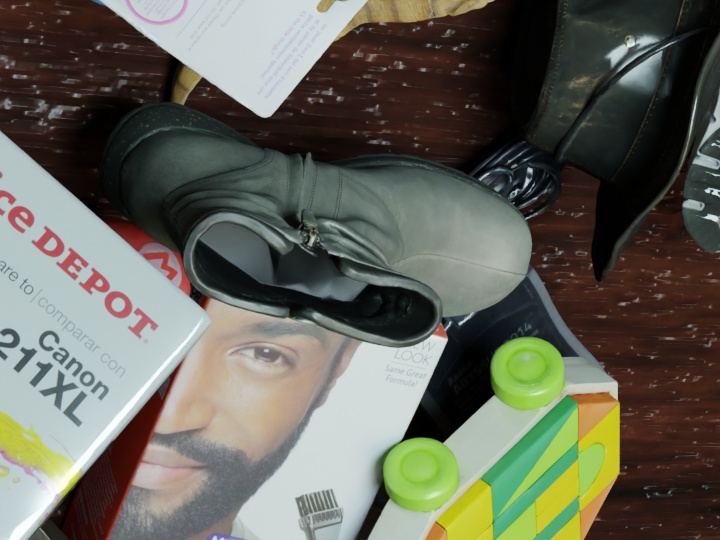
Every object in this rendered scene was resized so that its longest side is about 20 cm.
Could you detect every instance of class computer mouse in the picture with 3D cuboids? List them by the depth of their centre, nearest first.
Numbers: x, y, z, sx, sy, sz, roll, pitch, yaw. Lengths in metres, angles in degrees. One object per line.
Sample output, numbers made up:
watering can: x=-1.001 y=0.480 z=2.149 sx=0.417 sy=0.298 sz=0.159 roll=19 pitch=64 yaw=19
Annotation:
computer mouse: x=0.058 y=0.033 z=1.379 sx=0.138 sy=0.053 sz=0.201 roll=-37 pitch=129 yaw=-13

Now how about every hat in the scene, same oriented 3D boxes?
hat: x=0.109 y=-0.102 z=1.271 sx=0.080 sy=0.201 sz=0.202 roll=22 pitch=114 yaw=-3

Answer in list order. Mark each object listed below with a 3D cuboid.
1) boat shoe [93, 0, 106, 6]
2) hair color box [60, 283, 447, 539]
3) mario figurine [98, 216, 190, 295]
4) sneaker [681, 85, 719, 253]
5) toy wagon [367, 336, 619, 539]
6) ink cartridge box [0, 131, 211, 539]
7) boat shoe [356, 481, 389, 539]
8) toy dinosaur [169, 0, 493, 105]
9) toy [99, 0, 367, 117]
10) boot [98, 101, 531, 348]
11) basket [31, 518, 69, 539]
boat shoe: x=-0.050 y=-0.181 z=1.070 sx=0.068 sy=0.084 sz=0.200 roll=30 pitch=103 yaw=-38
hair color box: x=-0.054 y=0.085 z=1.286 sx=0.110 sy=0.064 sz=0.201 roll=14 pitch=114 yaw=-21
mario figurine: x=-0.153 y=0.032 z=1.146 sx=0.199 sy=0.106 sz=0.124 roll=-23 pitch=134 yaw=-23
sneaker: x=0.195 y=-0.108 z=1.359 sx=0.078 sy=0.090 sz=0.201 roll=20 pitch=121 yaw=-1
toy wagon: x=0.040 y=0.124 z=1.313 sx=0.200 sy=0.039 sz=0.156 roll=-42 pitch=150 yaw=-24
ink cartridge box: x=-0.173 y=0.048 z=1.069 sx=0.200 sy=0.146 sz=0.083 roll=-50 pitch=-178 yaw=-15
boat shoe: x=0.023 y=0.126 z=1.408 sx=0.200 sy=0.072 sz=0.070 roll=4 pitch=121 yaw=-43
toy dinosaur: x=-0.035 y=-0.105 z=1.151 sx=0.199 sy=0.107 sz=0.060 roll=-17 pitch=179 yaw=42
toy: x=-0.077 y=-0.157 z=1.025 sx=0.199 sy=0.047 sz=0.115 roll=34 pitch=121 yaw=-15
boot: x=0.000 y=0.000 z=1.149 sx=0.199 sy=0.131 sz=0.068 roll=13 pitch=107 yaw=-30
basket: x=-0.182 y=0.189 z=1.198 sx=0.200 sy=0.180 sz=0.136 roll=-43 pitch=137 yaw=-5
